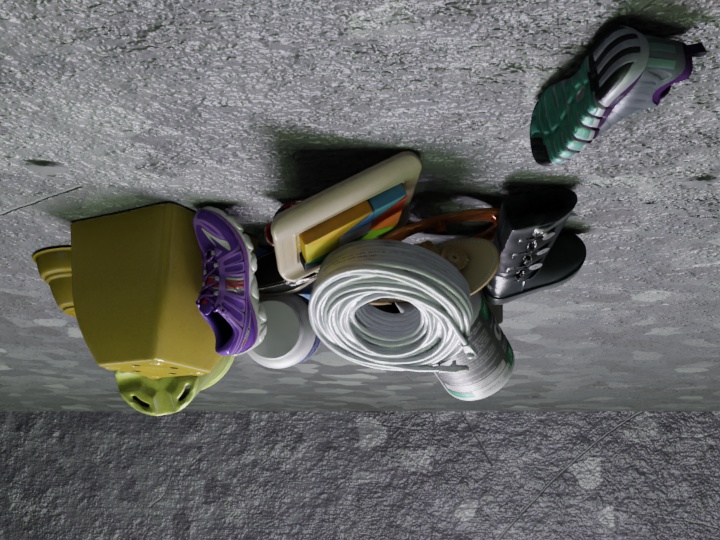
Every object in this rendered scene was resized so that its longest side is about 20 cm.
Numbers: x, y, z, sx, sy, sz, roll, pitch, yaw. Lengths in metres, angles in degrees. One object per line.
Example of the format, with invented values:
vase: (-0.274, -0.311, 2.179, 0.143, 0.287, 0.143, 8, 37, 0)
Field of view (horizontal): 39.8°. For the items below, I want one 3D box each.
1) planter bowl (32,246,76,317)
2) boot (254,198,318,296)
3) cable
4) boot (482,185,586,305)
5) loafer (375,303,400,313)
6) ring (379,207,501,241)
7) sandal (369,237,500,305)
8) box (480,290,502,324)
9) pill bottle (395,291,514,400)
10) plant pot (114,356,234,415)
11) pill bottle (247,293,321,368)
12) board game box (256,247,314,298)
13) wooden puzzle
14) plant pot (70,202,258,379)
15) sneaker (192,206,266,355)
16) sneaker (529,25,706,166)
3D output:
planter bowl: (-0.419, 0.029, 1.573, 0.198, 0.084, 0.201, 1, 165, 0)
boot: (-0.088, -0.030, 1.314, 0.198, 0.074, 0.151, -14, 161, 15)
cable: (0.037, 0.043, 1.196, 0.198, 0.070, 0.201, -2, 137, 16)
boot: (0.237, -0.046, 1.263, 0.164, 0.066, 0.201, -28, 153, -17)
loafer: (0.025, 0.079, 1.526, 0.073, 0.071, 0.200, 41, -173, -5)
ring: (0.112, -0.041, 1.297, 0.198, 0.019, 0.201, -12, 169, -2)
sandal: (0.064, 0.003, 1.233, 0.210, 0.079, 0.069, -11, 165, 29)
box: (0.134, 0.047, 1.532, 0.126, 0.110, 0.200, 3, 165, -7)
pill bottle: (0.125, 0.077, 1.348, 0.112, 0.114, 0.201, -7, 138, 29)
plant pot: (-0.305, 0.134, 1.581, 0.198, 0.203, 0.184, 1, -165, 1)
pill bottle: (-0.116, 0.086, 1.461, 0.110, 0.113, 0.200, 1, 177, 3)
board game box: (-0.149, 0.018, 1.580, 0.198, 0.044, 0.199, 14, 162, -40)
wooden puzzle: (-0.014, -0.053, 1.165, 0.184, 0.037, 0.200, -27, 165, -8)
plant pot: (-0.275, 0.042, 1.378, 0.194, 0.202, 0.194, -9, 162, 31)
sneaker: (-0.180, 0.016, 1.297, 0.080, 0.202, 0.083, -3, -164, 44)
sneaker: (0.222, -0.144, 0.886, 0.086, 0.075, 0.200, 0, 165, -15)
